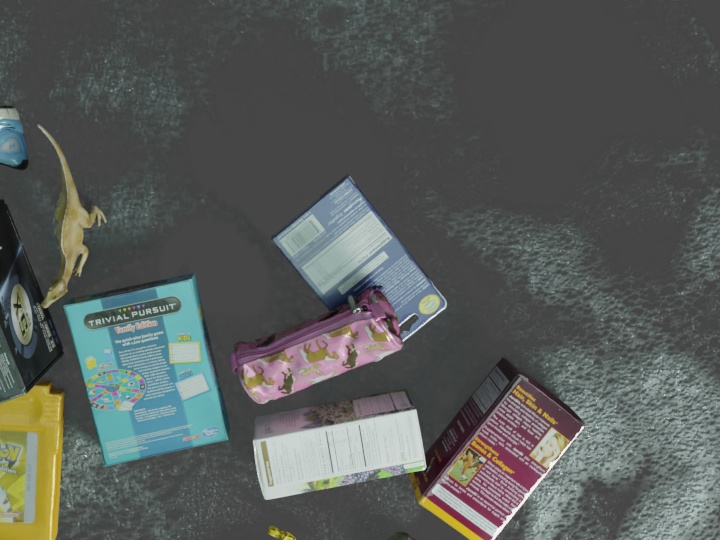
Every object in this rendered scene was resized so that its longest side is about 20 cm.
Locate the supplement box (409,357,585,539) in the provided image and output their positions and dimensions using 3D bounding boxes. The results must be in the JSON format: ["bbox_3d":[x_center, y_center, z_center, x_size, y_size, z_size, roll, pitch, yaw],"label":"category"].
[{"bbox_3d":[0.166,0.224,1.067,0.110,0.086,0.200,37,94,-10],"label":"supplement box"}]

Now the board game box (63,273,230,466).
[{"bbox_3d":[-0.251,0.118,1.029,0.150,0.047,0.201,-11,100,-3],"label":"board game box"}]

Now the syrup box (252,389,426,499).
[{"bbox_3d":[-0.028,0.210,1.049,0.199,0.079,0.082,-11,101,-4],"label":"syrup box"}]

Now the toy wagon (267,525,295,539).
[{"bbox_3d":[-0.146,0.420,1.092,0.155,0.040,0.201,29,96,-10],"label":"toy wagon"}]

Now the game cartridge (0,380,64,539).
[{"bbox_3d":[-0.451,0.227,1.035,0.175,0.032,0.201,5,100,-6],"label":"game cartridge"}]

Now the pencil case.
[{"bbox_3d":[-0.051,0.089,1.004,0.199,0.083,0.087,-24,106,15],"label":"pencil case"}]

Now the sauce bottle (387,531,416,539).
[{"bbox_3d":[0.110,0.418,1.104,0.200,0.065,0.065,40,94,-10],"label":"sauce bottle"}]

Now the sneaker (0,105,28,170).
[{"bbox_3d":[-0.465,-0.110,0.957,0.199,0.078,0.090,-22,104,-1],"label":"sneaker"}]

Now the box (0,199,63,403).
[{"bbox_3d":[-0.417,0.034,0.940,0.086,0.164,0.201,-18,100,-2],"label":"box"}]

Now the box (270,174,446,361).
[{"bbox_3d":[0.000,0.000,1.041,0.121,0.032,0.200,-38,100,2],"label":"box"}]

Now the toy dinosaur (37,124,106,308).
[{"bbox_3d":[-0.323,-0.060,0.965,0.058,0.101,0.201,3,99,-6],"label":"toy dinosaur"}]
